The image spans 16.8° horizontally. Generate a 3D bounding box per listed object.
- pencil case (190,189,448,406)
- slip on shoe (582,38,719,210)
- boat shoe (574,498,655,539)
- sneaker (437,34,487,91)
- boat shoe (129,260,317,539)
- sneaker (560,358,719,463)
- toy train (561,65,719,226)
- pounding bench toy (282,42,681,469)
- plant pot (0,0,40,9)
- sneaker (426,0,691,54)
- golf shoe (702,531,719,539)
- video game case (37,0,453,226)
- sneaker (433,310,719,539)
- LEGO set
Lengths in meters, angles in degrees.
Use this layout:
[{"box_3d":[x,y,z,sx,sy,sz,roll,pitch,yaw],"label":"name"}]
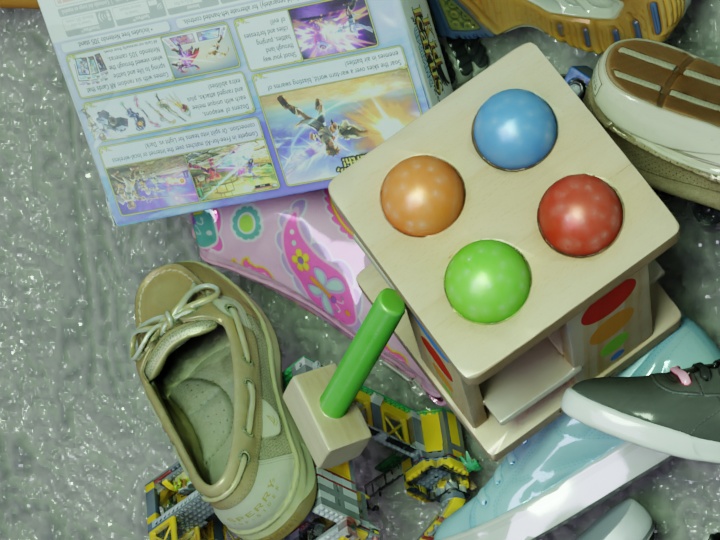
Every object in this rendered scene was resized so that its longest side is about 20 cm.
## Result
[{"box_3d":[0.000,0.000,1.347,0.199,0.087,0.088,32,113,22],"label":"pencil case"},{"box_3d":[0.204,-0.051,1.210,0.198,0.076,0.061,18,132,0],"label":"slip on shoe"},{"box_3d":[0.110,0.210,1.336,0.066,0.070,0.200,38,114,2],"label":"boat shoe"},{"box_3d":[0.008,-0.130,1.339,0.080,0.077,0.201,-38,76,51],"label":"sneaker"},{"box_3d":[-0.083,0.059,1.297,0.073,0.063,0.201,-37,45,14],"label":"boat shoe"},{"box_3d":[0.201,0.045,1.207,0.198,0.071,0.100,7,99,-2],"label":"sneaker"},{"box_3d":[0.175,-0.054,1.264,0.199,0.034,0.046,33,110,21],"label":"toy train"},{"box_3d":[0.043,0.012,1.199,0.199,0.156,0.125,-35,69,-5],"label":"pounding bench toy"},{"box_3d":[-0.191,-0.228,1.368,0.182,0.200,0.202,13,106,11],"label":"plant pot"},{"box_3d":[0.083,-0.169,1.268,0.199,0.088,0.076,16,139,19],"label":"sneaker"},{"box_3d":[0.193,0.192,1.287,0.200,0.077,0.095,-42,47,40],"label":"golf shoe"},{"box_3d":[-0.064,-0.128,1.265,0.198,0.045,0.183,-9,111,23],"label":"video game case"},{"box_3d":[0.111,0.088,1.309,0.199,0.074,0.082,-34,80,18],"label":"sneaker"},{"box_3d":[-0.031,0.150,1.344,0.199,0.154,0.117,-30,46,25],"label":"LEGO set"}]
